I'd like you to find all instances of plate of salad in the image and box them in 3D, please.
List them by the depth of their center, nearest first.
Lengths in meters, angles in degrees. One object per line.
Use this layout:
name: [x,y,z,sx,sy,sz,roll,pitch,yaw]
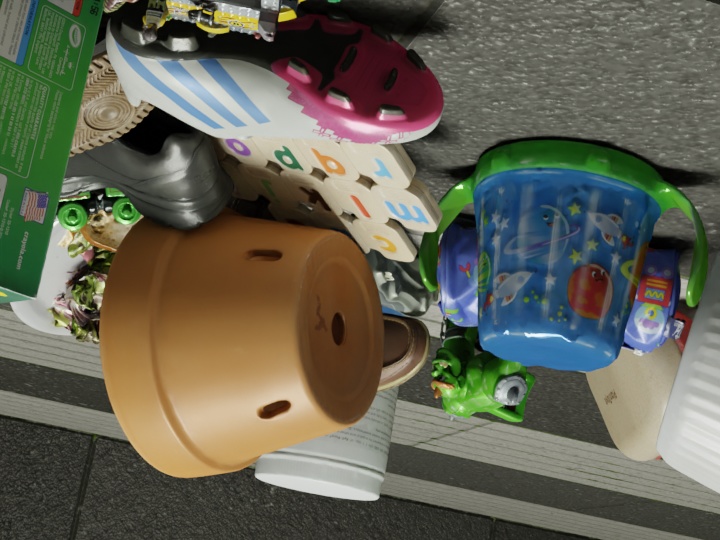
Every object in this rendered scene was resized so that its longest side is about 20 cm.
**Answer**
plate of salad: [-0.196,0.000,1.050,0.199,0.048,0.201,-24,152,-14]

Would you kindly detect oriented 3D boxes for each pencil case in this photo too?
pencil case: [0.156,0.015,0.988,0.198,0.088,0.078,8,-174,10]

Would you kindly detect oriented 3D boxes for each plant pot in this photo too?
plant pot: [-0.072,0.048,0.900,0.139,0.202,0.200,-5,159,27]

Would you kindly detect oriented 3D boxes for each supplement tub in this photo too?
supplement tub: [-0.026,0.117,1.236,0.130,0.202,0.132,9,164,3]

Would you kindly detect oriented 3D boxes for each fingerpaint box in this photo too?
fingerpaint box: [-0.226,-0.083,0.677,0.166,0.202,0.073,-6,159,42]

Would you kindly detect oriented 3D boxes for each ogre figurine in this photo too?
ogre figurine: [0.119,0.071,1.140,0.098,0.121,0.199,21,160,-33]

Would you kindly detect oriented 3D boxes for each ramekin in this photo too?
ramekin: [0.288,0.073,0.925,0.093,0.204,0.203,17,166,16]

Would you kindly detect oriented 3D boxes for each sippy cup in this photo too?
sippy cup: [0.136,-0.003,0.856,0.139,0.132,0.177,20,162,-29]

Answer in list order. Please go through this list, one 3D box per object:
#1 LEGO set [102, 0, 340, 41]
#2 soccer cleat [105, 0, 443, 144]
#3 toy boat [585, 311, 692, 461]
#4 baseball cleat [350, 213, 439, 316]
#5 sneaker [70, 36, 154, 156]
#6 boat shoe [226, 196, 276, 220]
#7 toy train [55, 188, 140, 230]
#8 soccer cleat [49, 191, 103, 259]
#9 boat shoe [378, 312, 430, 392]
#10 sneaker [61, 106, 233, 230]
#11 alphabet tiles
LEGO set: [-0.099,-0.143,0.543,0.198,0.117,0.154,13,164,-10]
soccer cleat: [-0.049,-0.107,0.717,0.198,0.070,0.087,17,148,6]
toy boat: [0.296,0.097,1.169,0.130,0.132,0.200,-20,165,-5]
baseball cleat: [0.000,0.000,1.061,0.105,0.070,0.200,3,162,21]
sneaker: [-0.213,-0.121,0.806,0.199,0.109,0.070,-31,145,18]
boat shoe: [-0.074,-0.008,1.075,0.070,0.071,0.200,9,164,18]
toy train: [-0.228,-0.060,0.937,0.198,0.057,0.042,-6,-158,-8]
soccer cleat: [-0.240,-0.039,1.060,0.069,0.078,0.199,-6,158,43]
boat shoe: [-0.031,0.071,1.129,0.198,0.073,0.067,-5,161,34]
sneaker: [-0.184,-0.095,0.869,0.198,0.076,0.091,11,144,15]
alphabet tiles: [-0.042,-0.072,0.850,0.198,0.015,0.196,11,153,35]
